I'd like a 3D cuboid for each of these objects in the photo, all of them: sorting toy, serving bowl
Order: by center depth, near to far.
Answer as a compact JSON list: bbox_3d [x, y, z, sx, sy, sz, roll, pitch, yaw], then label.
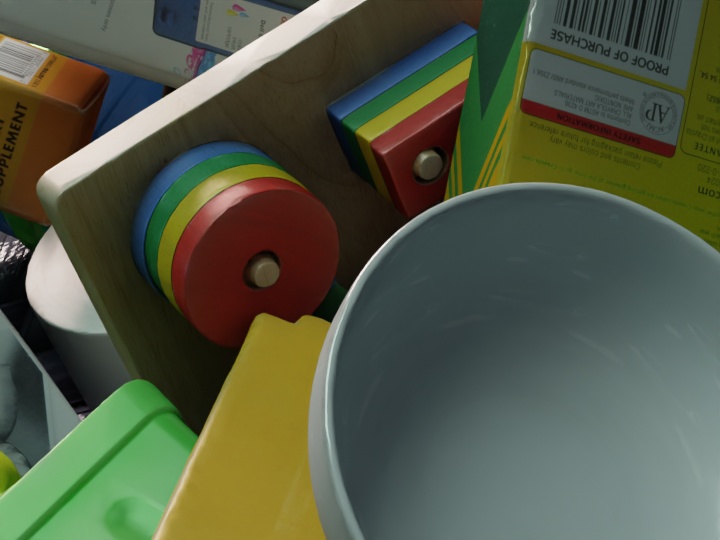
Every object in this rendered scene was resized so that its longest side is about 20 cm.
[{"bbox_3d":[0.068,0.072,0.816,0.200,0.200,0.066,-48,1,-35],"label":"serving bowl"},{"bbox_3d":[0.000,0.000,0.976,0.199,0.200,0.070,-33,40,-13],"label":"sorting toy"}]

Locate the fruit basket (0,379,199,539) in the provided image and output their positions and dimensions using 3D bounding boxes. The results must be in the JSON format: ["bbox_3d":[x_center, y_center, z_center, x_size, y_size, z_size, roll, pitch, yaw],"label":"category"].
[{"bbox_3d":[-0.141,0.134,0.904,0.216,0.156,0.216,-8,41,7],"label":"fruit basket"}]

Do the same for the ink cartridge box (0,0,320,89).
[{"bbox_3d":[-0.060,-0.132,1.091,0.200,0.088,0.145,19,15,-6],"label":"ink cartridge box"}]

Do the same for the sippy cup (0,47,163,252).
[{"bbox_3d":[-0.184,-0.078,1.290,0.130,0.178,0.140,12,58,37],"label":"sippy cup"}]

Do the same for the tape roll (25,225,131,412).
[{"bbox_3d":[-0.059,-0.005,1.159,0.202,0.071,0.202,-20,30,12],"label":"tape roll"}]

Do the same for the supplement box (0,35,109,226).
[{"bbox_3d":[-0.224,-0.090,1.118,0.200,0.067,0.069,20,22,0],"label":"supplement box"}]

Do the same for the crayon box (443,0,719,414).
[{"bbox_3d":[0.096,-0.016,0.912,0.051,0.127,0.200,-12,63,67],"label":"crayon box"}]

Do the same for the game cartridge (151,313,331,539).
[{"bbox_3d":[0.016,0.109,0.846,0.176,0.032,0.200,23,37,0],"label":"game cartridge"}]

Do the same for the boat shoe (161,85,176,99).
[{"bbox_3d":[-0.049,-0.049,1.098,0.076,0.072,0.200,4,19,-14],"label":"boat shoe"}]

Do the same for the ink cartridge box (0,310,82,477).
[{"bbox_3d":[-0.212,0.102,1.006,0.200,0.041,0.200,-36,75,-16],"label":"ink cartridge box"}]
